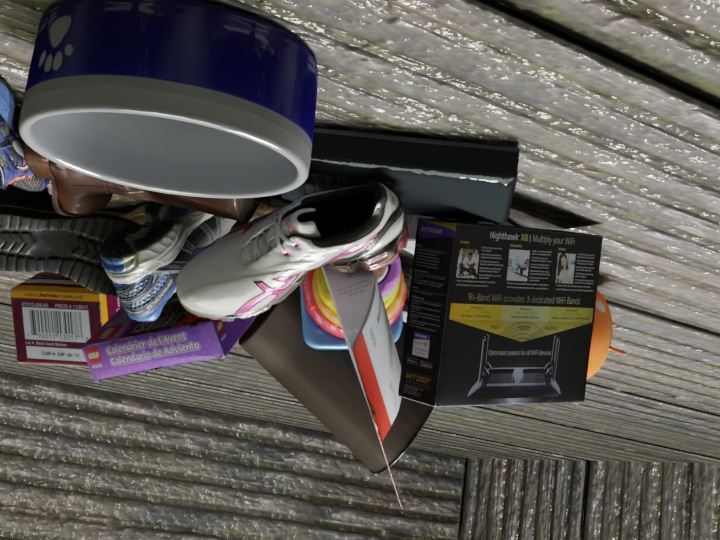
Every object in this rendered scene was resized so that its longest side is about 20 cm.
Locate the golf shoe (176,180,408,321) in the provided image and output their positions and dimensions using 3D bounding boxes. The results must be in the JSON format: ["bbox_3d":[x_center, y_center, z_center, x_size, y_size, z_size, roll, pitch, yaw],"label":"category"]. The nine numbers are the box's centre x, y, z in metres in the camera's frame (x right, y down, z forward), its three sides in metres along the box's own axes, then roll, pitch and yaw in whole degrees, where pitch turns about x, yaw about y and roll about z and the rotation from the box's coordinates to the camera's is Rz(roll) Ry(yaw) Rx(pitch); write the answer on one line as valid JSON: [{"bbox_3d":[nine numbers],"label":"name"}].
[{"bbox_3d":[-0.061,-0.024,1.109,0.198,0.073,0.092,-22,154,1],"label":"golf shoe"}]

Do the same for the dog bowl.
[{"bbox_3d":[-0.129,-0.114,0.944,0.197,0.080,0.200,7,169,1],"label":"dog bowl"}]

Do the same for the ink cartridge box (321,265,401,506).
[{"bbox_3d":[0.015,0.076,1.183,0.056,0.201,0.163,-22,144,-4],"label":"ink cartridge box"}]

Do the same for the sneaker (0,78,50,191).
[{"bbox_3d":[-0.305,-0.097,1.125,0.074,0.079,0.200,5,168,9],"label":"sneaker"}]

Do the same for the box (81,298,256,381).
[{"bbox_3d":[-0.159,0.034,1.299,0.135,0.040,0.200,-12,-162,20],"label":"box"}]

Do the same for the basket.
[{"bbox_3d":[-0.021,0.092,1.493,0.199,0.181,0.136,38,133,-11],"label":"basket"}]

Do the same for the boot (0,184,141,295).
[{"bbox_3d":[-0.278,-0.048,1.316,0.198,0.078,0.139,15,-160,-24],"label":"boot"}]

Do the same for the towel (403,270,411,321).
[{"bbox_3d":[-0.008,0.030,1.637,0.169,0.049,0.200,0,166,25],"label":"towel"}]

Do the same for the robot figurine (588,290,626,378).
[{"bbox_3d":[0.190,0.061,1.513,0.197,0.118,0.144,8,158,-1],"label":"robot figurine"}]

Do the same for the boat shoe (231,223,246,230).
[{"bbox_3d":[-0.145,-0.005,1.464,0.075,0.075,0.199,5,172,-39],"label":"boat shoe"}]

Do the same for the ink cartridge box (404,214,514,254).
[{"bbox_3d":[0.116,-0.021,1.351,0.098,0.040,0.200,0,165,30],"label":"ink cartridge box"}]

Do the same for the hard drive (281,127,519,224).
[{"bbox_3d":[0.029,-0.078,1.139,0.197,0.033,0.140,6,168,4],"label":"hard drive"}]

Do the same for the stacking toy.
[{"bbox_3d":[0.000,0.000,1.337,0.108,0.118,0.200,-3,164,-7],"label":"stacking toy"}]

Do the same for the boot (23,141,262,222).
[{"bbox_3d":[-0.165,-0.069,1.164,0.197,0.065,0.186,9,173,7],"label":"boot"}]

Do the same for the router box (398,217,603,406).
[{"bbox_3d":[0.129,0.039,1.239,0.198,0.159,0.052,4,-175,-41],"label":"router box"}]

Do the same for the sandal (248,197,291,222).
[{"bbox_3d":[-0.071,-0.038,1.291,0.079,0.055,0.200,7,-179,6],"label":"sandal"}]

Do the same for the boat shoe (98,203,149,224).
[{"bbox_3d":[-0.223,-0.028,1.438,0.198,0.065,0.071,-3,165,38],"label":"boat shoe"}]

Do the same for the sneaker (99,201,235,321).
[{"bbox_3d":[-0.164,-0.017,1.240,0.076,0.086,0.200,1,-156,28],"label":"sneaker"}]

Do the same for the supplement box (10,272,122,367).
[{"bbox_3d":[-0.290,0.035,1.529,0.109,0.087,0.200,3,-164,16],"label":"supplement box"}]
